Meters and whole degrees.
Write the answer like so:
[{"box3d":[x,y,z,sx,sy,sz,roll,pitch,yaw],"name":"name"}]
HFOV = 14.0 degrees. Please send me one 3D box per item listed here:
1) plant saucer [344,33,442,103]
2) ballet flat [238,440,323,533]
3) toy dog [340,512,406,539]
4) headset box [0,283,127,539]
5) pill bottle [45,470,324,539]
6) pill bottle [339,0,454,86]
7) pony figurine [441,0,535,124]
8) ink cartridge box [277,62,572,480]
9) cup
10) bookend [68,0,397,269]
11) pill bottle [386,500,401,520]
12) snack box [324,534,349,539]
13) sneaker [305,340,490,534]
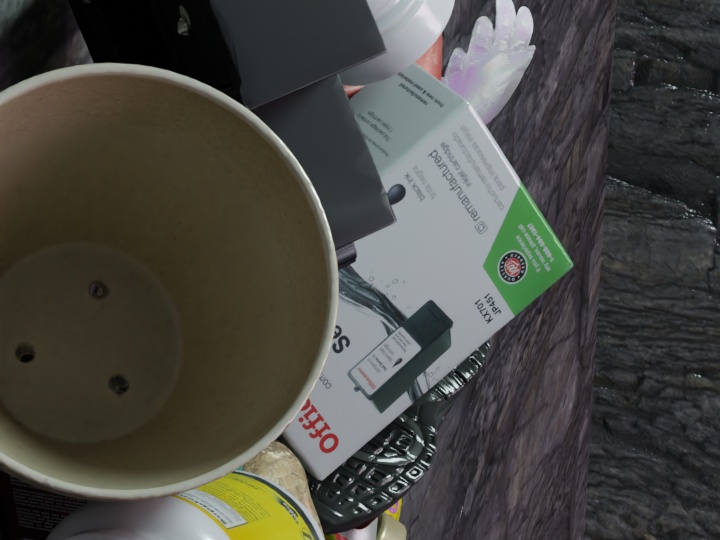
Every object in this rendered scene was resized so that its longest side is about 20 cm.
[{"box3d":[-0.036,-0.035,1.716,0.037,0.199,0.200,43,-42,53],"name":"plant saucer"},{"box3d":[-0.039,0.191,1.674,0.200,0.070,0.065,65,21,-20],"name":"ballet flat"},{"box3d":[-0.036,0.216,1.950,0.096,0.132,0.200,157,-53,-68],"name":"toy dog"},{"box3d":[-0.135,0.075,1.549,0.149,0.075,0.200,-72,164,-45],"name":"headset box"},{"box3d":[-0.092,0.158,1.396,0.200,0.112,0.113,-4,101,-74],"name":"pill bottle"},{"box3d":[-0.036,-0.197,1.601,0.200,0.113,0.114,47,46,-42],"name":"pill bottle"},{"box3d":[0.011,-0.083,1.865,0.200,0.166,0.193,-88,-163,-48],"name":"pony figurine"},{"box3d":[0.000,0.000,1.677,0.200,0.083,0.147,-41,127,-6],"name":"ink cartridge box"},{"box3d":[-0.122,0.021,1.370,0.143,0.200,0.201,132,-29,-70],"name":"cup"},{"box3d":[-0.050,-0.081,1.432,0.200,0.092,0.199,68,-17,-6],"name":"bookend"},{"box3d":[-0.023,0.163,2.070,0.104,0.104,0.200,41,57,-76],"name":"pill bottle"},{"box3d":[-0.025,0.289,1.810,0.068,0.169,0.200,33,19,-35],"name":"snack box"},{"box3d":[0.014,0.105,1.818,0.200,0.076,0.091,-47,169,-44],"name":"sneaker"}]
